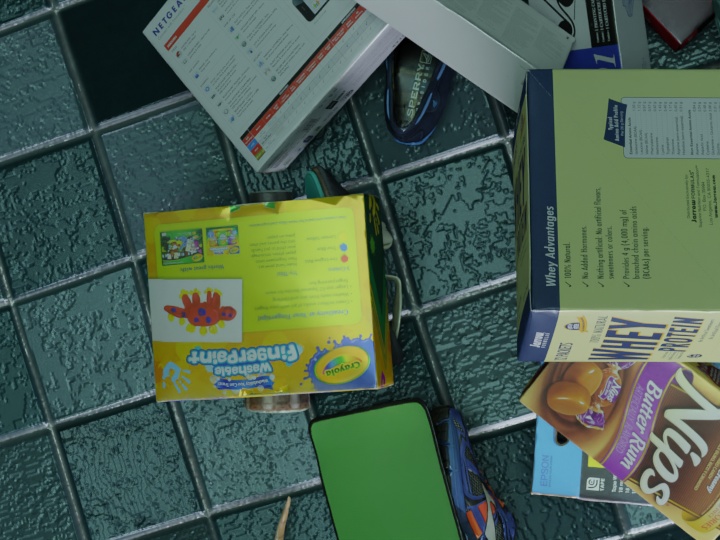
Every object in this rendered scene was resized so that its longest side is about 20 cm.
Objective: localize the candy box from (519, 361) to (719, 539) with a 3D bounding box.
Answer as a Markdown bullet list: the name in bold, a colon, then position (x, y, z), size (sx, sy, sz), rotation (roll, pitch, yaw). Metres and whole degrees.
- **candy box**: position (0.247, 0.120, 1.298), size (0.200, 0.056, 0.117), rotation (37, 110, 4)

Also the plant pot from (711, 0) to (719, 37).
- **plant pot**: position (0.392, -0.230, 1.253), size (0.195, 0.200, 0.201), rotation (-15, 89, 4)

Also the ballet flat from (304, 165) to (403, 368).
- **ballet flat**: position (0.000, 0.000, 1.415), size (0.073, 0.073, 0.201), rotation (-13, 83, 10)

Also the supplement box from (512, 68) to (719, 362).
- **supplement box**: position (0.223, -0.040, 1.215), size (0.199, 0.134, 0.201), rotation (0, 70, 1)

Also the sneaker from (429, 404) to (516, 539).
- **sneaker**: position (0.096, 0.217, 1.396), size (0.075, 0.078, 0.201), rotation (-7, 95, 55)

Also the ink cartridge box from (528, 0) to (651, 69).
- **ink cartridge box**: position (0.197, -0.202, 1.343), size (0.094, 0.044, 0.201), rotation (-1, 102, 48)

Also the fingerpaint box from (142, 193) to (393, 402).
- **fingerpaint box**: position (-0.079, 0.025, 1.356), size (0.199, 0.073, 0.168), rotation (-5, 88, 13)

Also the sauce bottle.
- **sauce bottle**: position (-0.078, 0.028, 1.427), size (0.064, 0.065, 0.201), rotation (-1, 89, 10)

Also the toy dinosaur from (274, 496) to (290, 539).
- **toy dinosaur**: position (-0.056, 0.322, 1.443), size (0.106, 0.060, 0.200), rotation (-35, 91, -15)

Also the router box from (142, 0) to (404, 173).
- **router box**: position (-0.073, -0.219, 1.389), size (0.200, 0.049, 0.180), rotation (-45, 74, 23)

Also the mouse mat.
- **mouse mat**: position (0.028, 0.219, 1.396), size (0.161, 0.008, 0.201), rotation (-16, 88, 45)

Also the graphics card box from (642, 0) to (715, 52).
- **graphics card box**: position (0.307, -0.304, 1.355), size (0.200, 0.051, 0.126), rotation (-43, 84, 8)

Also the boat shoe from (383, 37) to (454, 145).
- **boat shoe**: position (0.063, -0.213, 1.391), size (0.084, 0.069, 0.201), rotation (2, 92, 10)

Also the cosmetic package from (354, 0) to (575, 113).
- **cosmetic package**: position (0.078, -0.215, 1.301), size (0.200, 0.083, 0.051), rotation (34, 132, -5)

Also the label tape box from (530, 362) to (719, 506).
- **label tape box**: position (0.255, 0.130, 1.367), size (0.199, 0.063, 0.145), rotation (4, 93, 10)
